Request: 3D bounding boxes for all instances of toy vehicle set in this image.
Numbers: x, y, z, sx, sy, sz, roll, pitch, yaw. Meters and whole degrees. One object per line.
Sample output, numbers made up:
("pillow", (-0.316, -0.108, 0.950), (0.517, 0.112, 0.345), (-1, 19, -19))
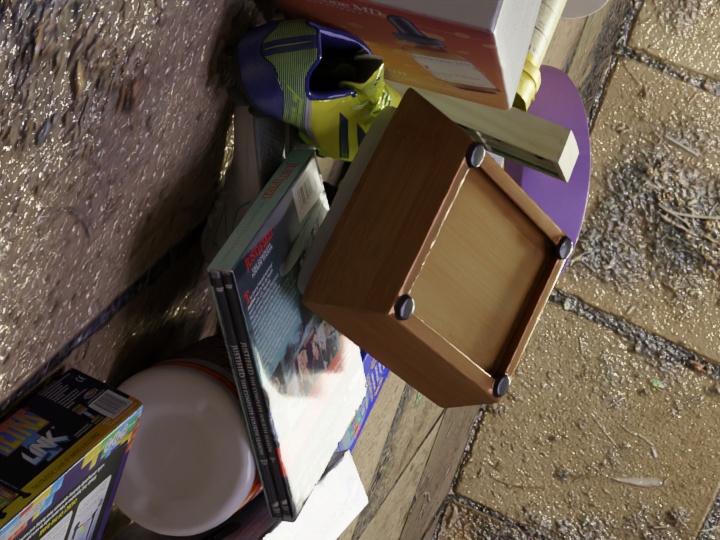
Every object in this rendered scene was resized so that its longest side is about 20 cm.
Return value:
("toy vehicle set", (0.070, -0.123, 1.471), (0.124, 0.199, 0.027), (25, 88, -79))

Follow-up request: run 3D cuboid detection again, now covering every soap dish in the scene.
("soap dish", (0.057, -0.006, 1.293), (0.200, 0.081, 0.158), (39, 74, -51))

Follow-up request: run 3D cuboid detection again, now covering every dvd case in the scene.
("dvd case", (-0.044, 0.042, 1.263), (0.146, 0.022, 0.201), (-59, 146, -49))

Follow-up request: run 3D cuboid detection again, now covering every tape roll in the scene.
("tape roll", (0.120, -0.077, 1.625), (0.200, 0.065, 0.202), (-175, -90, -69))

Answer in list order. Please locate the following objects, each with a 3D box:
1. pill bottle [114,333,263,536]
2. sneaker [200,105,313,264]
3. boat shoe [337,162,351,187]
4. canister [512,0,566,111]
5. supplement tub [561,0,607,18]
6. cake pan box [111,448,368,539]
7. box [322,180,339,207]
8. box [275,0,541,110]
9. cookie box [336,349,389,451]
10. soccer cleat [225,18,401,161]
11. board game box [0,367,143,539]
("pill bottle", (-0.099, 0.107, 1.342), (0.115, 0.113, 0.200), (-69, 169, 13))
("sneaker", (-0.075, -0.036, 1.308), (0.070, 0.080, 0.202), (-36, 130, -50))
("boat shoe", (0.009, -0.050, 1.677), (0.060, 0.073, 0.202), (30, 81, -80))
("canister", (0.102, -0.244, 1.524), (0.087, 0.147, 0.201), (64, 49, -76))
("supplement tub", (0.232, -0.361, 1.934), (0.146, 0.144, 0.201), (102, 15, -47))
("cake pan box", (-0.107, 0.198, 1.365), (0.053, 0.183, 0.200), (70, 21, -8))
("box", (0.000, 0.000, 1.484), (0.200, 0.163, 0.087), (47, 67, -80))
("box", (0.035, -0.192, 1.241), (0.200, 0.151, 0.107), (49, 57, -78))
("cookie box", (-0.016, 0.082, 1.828), (0.171, 0.075, 0.201), (79, 35, -72))
("soccer cleat", (-0.010, -0.116, 1.251), (0.200, 0.083, 0.065), (17, 64, -60))
("board game box", (-0.206, 0.167, 1.093), (0.166, 0.056, 0.200), (-69, 170, 21))
